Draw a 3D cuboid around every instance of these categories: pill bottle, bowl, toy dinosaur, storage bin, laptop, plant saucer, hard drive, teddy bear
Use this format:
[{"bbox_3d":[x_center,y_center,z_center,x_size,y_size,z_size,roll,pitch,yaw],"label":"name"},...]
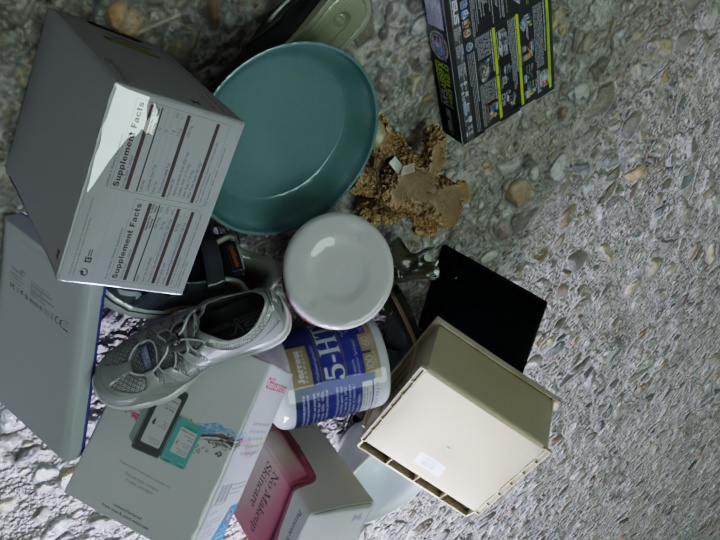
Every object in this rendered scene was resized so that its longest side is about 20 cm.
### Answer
[{"bbox_3d":[-0.071,0.133,0.967,0.195,0.120,0.122,-11,127,-18],"label":"pill bottle"},{"bbox_3d":[0.027,0.287,1.173,0.197,0.091,0.204,-23,138,-22],"label":"bowl"},{"bbox_3d":[0.000,0.000,0.983,0.195,0.077,0.105,5,107,-15],"label":"toy dinosaur"},{"bbox_3d":[-0.031,0.005,0.837,0.111,0.200,0.118,0,86,-7],"label":"pill bottle"},{"bbox_3d":[0.124,0.203,1.013,0.198,0.094,0.200,32,128,-4],"label":"storage bin"},{"bbox_3d":[0.185,0.093,1.100,0.117,0.186,0.200,-51,142,-8],"label":"laptop"},{"bbox_3d":[-0.075,-0.127,0.728,0.196,0.036,0.203,-22,137,-21],"label":"plant saucer"},{"bbox_3d":[-0.304,0.066,0.739,0.025,0.130,0.204,-21,134,-53],"label":"hard drive"},{"bbox_3d":[0.046,-0.117,0.941,0.196,0.067,0.149,6,107,-33],"label":"teddy bear"}]

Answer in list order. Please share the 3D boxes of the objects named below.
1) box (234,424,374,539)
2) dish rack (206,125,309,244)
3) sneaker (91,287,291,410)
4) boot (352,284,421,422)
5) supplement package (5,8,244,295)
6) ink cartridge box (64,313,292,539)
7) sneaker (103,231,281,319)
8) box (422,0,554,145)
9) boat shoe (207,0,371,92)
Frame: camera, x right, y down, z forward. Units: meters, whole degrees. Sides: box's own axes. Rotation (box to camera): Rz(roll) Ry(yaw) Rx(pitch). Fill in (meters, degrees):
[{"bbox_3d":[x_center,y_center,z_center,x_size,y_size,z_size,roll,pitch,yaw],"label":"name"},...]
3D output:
[{"bbox_3d":[-0.093,0.291,1.010,0.107,0.200,0.130,6,117,-40],"label":"box"},{"bbox_3d":[-0.164,-0.073,0.787,0.152,0.055,0.201,20,116,-44],"label":"dish rack"},{"bbox_3d":[-0.162,0.061,0.718,0.196,0.076,0.082,-26,159,-11],"label":"sneaker"},{"bbox_3d":[0.027,0.128,1.091,0.135,0.078,0.204,-18,115,1],"label":"boot"},{"bbox_3d":[-0.207,-0.103,0.643,0.109,0.200,0.159,8,114,-41],"label":"supplement package"},{"bbox_3d":[-0.183,0.168,0.818,0.147,0.143,0.204,71,43,-77],"label":"ink cartridge box"},{"bbox_3d":[-0.167,0.000,0.762,0.079,0.080,0.197,-36,154,34],"label":"sneaker"},{"bbox_3d":[0.160,-0.277,0.921,0.158,0.044,0.203,-33,135,-16],"label":"box"},{"bbox_3d":[-0.079,-0.220,0.763,0.198,0.068,0.072,-38,145,12],"label":"boat shoe"}]
